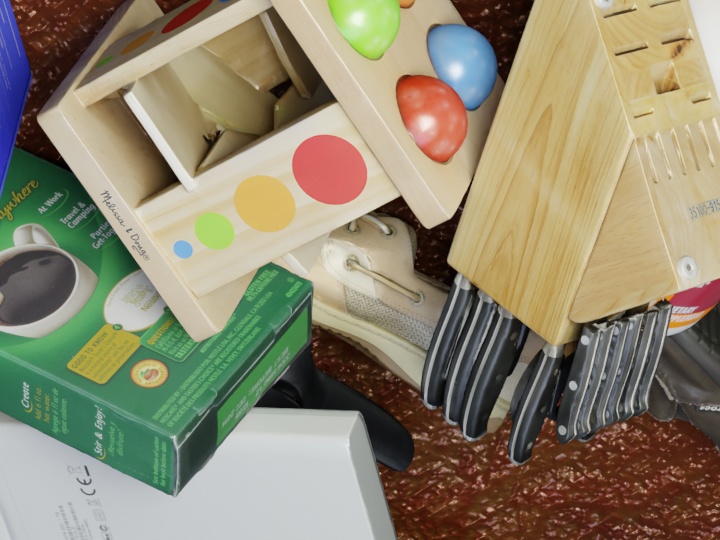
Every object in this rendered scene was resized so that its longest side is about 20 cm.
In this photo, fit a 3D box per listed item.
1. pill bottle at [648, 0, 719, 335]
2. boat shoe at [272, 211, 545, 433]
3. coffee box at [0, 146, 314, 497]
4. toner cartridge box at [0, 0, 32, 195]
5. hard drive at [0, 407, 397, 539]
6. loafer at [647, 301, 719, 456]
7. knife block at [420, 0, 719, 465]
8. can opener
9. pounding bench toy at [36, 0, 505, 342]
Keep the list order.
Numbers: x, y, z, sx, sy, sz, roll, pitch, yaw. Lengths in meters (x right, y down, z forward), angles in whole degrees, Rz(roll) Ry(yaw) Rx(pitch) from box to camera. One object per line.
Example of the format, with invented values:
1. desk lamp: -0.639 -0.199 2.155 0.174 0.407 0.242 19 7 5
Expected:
1. pill bottle: 0.160 -0.069 1.329 0.113 0.113 0.200 24 133 -17
2. boat shoe: 0.000 0.000 1.458 0.200 0.071 0.065 34 94 -15
3. coffee box: -0.135 0.015 1.388 0.200 0.123 0.044 23 137 19
4. toner cartridge box: -0.195 -0.129 1.321 0.043 0.095 0.200 -4 134 10
5. hard drive: -0.082 0.118 1.425 0.199 0.027 0.132 1 130 21
6. loafer: 0.153 0.041 1.468 0.071 0.073 0.200 -29 126 28
7. knife block: 0.079 -0.023 1.295 0.175 0.064 0.201 -18 89 44
8. can opener: -0.034 0.067 1.495 0.063 0.079 0.200 10 169 26
9. pounding bench toy: -0.048 -0.105 1.304 0.156 0.124 0.200 -26 108 28
